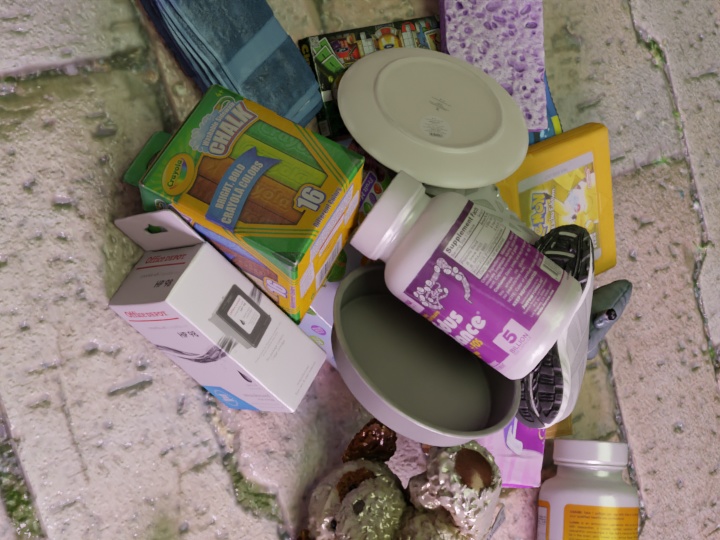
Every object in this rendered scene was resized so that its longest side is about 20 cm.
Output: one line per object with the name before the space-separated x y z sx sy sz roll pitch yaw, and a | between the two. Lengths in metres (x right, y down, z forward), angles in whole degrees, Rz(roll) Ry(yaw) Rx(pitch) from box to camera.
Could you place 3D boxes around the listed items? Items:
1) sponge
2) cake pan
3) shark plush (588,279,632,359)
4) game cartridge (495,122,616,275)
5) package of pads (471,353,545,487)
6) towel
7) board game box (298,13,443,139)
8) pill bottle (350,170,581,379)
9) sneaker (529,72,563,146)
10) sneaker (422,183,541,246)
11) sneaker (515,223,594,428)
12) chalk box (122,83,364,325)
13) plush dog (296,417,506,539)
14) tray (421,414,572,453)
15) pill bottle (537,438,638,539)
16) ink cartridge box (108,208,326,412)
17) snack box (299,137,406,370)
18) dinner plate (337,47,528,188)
sponge | 0.141 -0.248 1.311 0.110 0.030 0.202 -1 87 -9
cake pan | 0.055 0.079 1.123 0.199 0.037 0.201 22 39 -19
shark plush | 0.246 0.053 1.345 0.200 0.083 0.092 -12 75 -63
game cartridge | 0.202 -0.052 1.355 0.199 0.032 0.178 -24 117 -31
package of pads | 0.140 0.117 1.250 0.120 0.075 0.202 14 81 -47
towel | -0.116 -0.212 1.153 0.112 0.048 0.201 -48 114 -31
board game box | 0.029 -0.205 1.281 0.199 0.023 0.106 -19 99 -37
pill bottle | 0.093 0.000 1.114 0.199 0.112 0.113 36 63 0
sneaker | 0.162 -0.203 1.354 0.078 0.066 0.202 -29 104 -36
sneaker | 0.137 -0.071 1.240 0.199 0.075 0.117 16 79 -36
sneaker | 0.192 0.054 1.207 0.079 0.073 0.202 11 89 -59
chalk box | -0.112 -0.067 1.072 0.199 0.124 0.125 26 65 9
plush dog | 0.030 0.243 1.161 0.201 0.171 0.161 -61 158 -14
tray | 0.150 0.140 1.336 0.199 0.037 0.100 -2 87 -39
pill bottle | 0.251 0.290 1.353 0.110 0.111 0.202 9 81 -36
ink cartridge box | -0.139 0.040 1.072 0.200 0.115 0.067 44 63 -25
snack box | 0.000 0.000 1.212 0.200 0.067 0.169 45 61 -28
dinner plate | 0.075 -0.160 1.208 0.198 0.024 0.202 9 49 -10
